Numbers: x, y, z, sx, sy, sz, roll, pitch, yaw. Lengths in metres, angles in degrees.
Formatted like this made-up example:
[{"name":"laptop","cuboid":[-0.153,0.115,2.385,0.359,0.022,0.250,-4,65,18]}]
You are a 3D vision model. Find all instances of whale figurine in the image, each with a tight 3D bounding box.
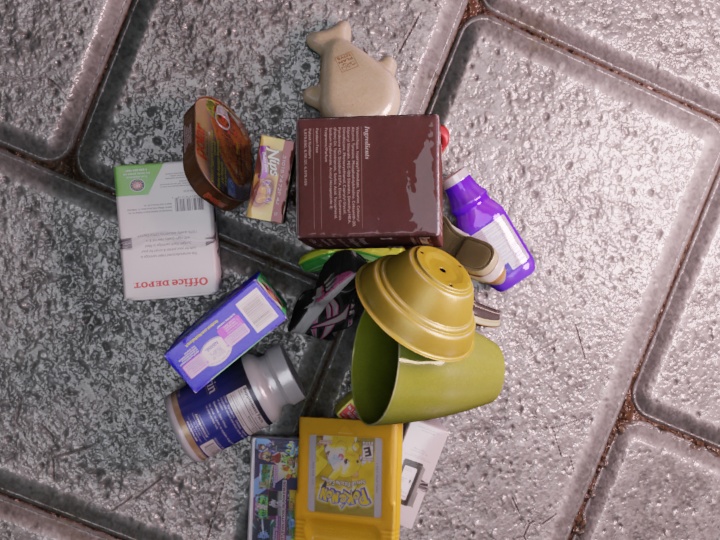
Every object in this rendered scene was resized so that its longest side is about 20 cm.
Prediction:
[{"name":"whale figurine","cuboid":[-0.016,-0.288,1.359,0.157,0.104,0.202,-24,71,-7]}]

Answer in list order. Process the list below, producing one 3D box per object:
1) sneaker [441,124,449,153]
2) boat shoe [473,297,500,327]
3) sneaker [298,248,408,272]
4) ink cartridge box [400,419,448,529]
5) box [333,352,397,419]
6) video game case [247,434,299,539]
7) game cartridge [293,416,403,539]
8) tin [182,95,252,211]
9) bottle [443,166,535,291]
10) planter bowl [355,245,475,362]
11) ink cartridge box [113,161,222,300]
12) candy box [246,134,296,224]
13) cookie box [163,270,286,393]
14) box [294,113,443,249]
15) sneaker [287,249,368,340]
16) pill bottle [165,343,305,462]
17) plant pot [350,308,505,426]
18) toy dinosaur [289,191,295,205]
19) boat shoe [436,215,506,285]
[{"name":"sneaker","cuboid":[0.057,-0.165,1.364,0.199,0.085,0.077,-41,95,0]},{"name":"boat shoe","cuboid":[0.143,0.040,1.371,0.198,0.072,0.067,17,90,-24]},{"name":"sneaker","cuboid":[0.000,0.000,1.374,0.196,0.074,0.085,3,89,-5]},{"name":"ink cartridge box","cuboid":[0.065,0.324,1.375,0.067,0.116,0.203,21,92,-5]},{"name":"box","cuboid":[0.052,0.181,1.399,0.200,0.050,0.075,-43,96,-1]},{"name":"video game case","cuboid":[-0.091,0.370,1.403,0.179,0.023,0.204,3,93,1]},{"name":"game cartridge","cuboid":[-0.020,0.328,1.328,0.174,0.032,0.204,-3,80,27]},{"name":"tin","cuboid":[-0.214,-0.176,1.299,0.042,0.202,0.112,-31,136,25]},{"name":"bottle","cuboid":[0.199,-0.068,1.391,0.083,0.065,0.202,-33,95,2]},{"name":"planter bowl","cuboid":[0.097,0.026,1.220,0.199,0.201,0.084,31,119,-6]},{"name":"ink cartridge box","cuboid":[-0.293,-0.062,1.340,0.143,0.084,0.204,-4,92,-4]},{"name":"candy box","cuboid":[-0.129,-0.131,1.293,0.055,0.200,0.119,10,92,-6]},{"name":"cookie box","cuboid":[-0.195,0.084,1.299,0.170,0.200,0.076,-39,97,-1]},{"name":"box","cuboid":[0.017,-0.120,1.234,0.196,0.166,0.167,0,86,7]},{"name":"sneaker","cuboid":[-0.032,0.043,1.341,0.085,0.200,0.081,24,52,-18]},{"name":"pill bottle","cuboid":[-0.191,0.201,1.347,0.198,0.116,0.117,-27,95,-4]},{"name":"plant pot","cuboid":[0.109,0.142,1.303,0.197,0.187,0.191,7,92,-21]},{"name":"toy dinosaur","cuboid":[-0.025,-0.096,1.339,0.197,0.058,0.103,-7,98,21]},{"name":"boat shoe","cuboid":[0.143,-0.029,1.348,0.075,0.199,0.068,-50,135,-4]}]
